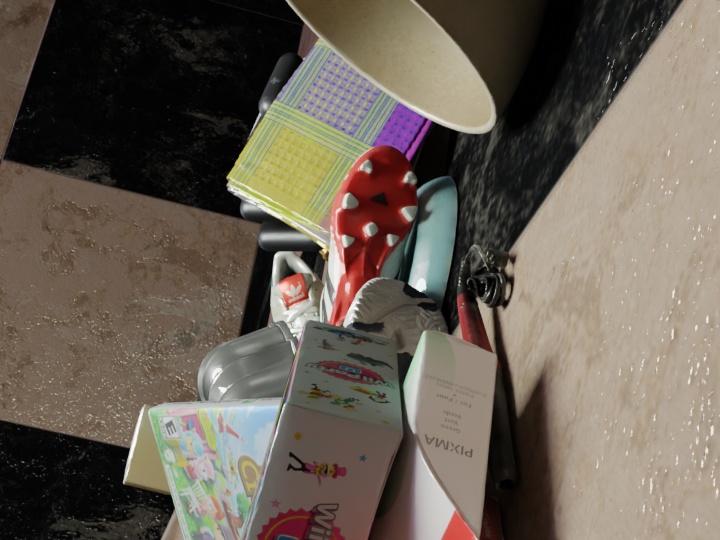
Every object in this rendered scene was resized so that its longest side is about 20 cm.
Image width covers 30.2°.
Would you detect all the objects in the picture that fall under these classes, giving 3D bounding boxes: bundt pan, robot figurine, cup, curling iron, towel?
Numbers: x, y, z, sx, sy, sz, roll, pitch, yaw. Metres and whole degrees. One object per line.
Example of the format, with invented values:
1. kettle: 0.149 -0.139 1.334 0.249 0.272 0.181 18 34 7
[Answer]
1. bundt pan: -0.080 0.144 1.055 0.202 0.076 0.202 169 90 -74
2. robot figurine: -0.045 -0.110 1.239 0.150 0.125 0.200 122 170 -55
3. cup: 0.052 -0.211 0.893 0.143 0.200 0.200 -52 5 -9
4. curling iron: 0.073 0.052 0.779 0.200 0.026 0.050 -87 10 -52
5. towel: -0.013 -0.119 1.126 0.200 0.144 0.023 -59 -25 -7

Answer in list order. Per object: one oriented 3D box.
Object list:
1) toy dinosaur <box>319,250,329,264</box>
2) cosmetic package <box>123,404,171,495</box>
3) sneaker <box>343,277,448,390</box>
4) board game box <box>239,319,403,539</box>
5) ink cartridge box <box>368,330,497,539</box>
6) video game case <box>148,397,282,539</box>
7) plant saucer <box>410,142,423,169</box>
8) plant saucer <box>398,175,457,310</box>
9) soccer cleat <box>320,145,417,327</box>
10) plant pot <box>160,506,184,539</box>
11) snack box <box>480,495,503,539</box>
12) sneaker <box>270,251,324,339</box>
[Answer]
1. toy dinosaur: -0.003 -0.007 1.370 0.106 0.060 0.200 -9 -69 -64
2. cosmetic package: -0.109 0.180 1.202 0.105 0.200 0.071 135 149 -77
3. sneaker: 0.007 0.107 0.950 0.199 0.079 0.130 -100 31 -46
4. board game box: -0.027 0.122 0.753 0.200 0.064 0.148 -96 22 -80
5. ink cartridge box: 0.021 0.155 0.688 0.200 0.050 0.161 -74 2 -51
6. video game case: -0.072 0.189 0.952 0.182 0.022 0.200 -9 98 49
7. plant saucer: 0.019 -0.056 1.201 0.200 0.032 0.200 -160 90 -89
8. plant saucer: 0.037 0.017 1.095 0.200 0.027 0.200 -167 90 -82
9. soccer cleat: 0.000 0.000 1.052 0.085 0.069 0.200 146 133 -72
10. plant pot: -0.122 0.319 1.167 0.200 0.200 0.198 132 159 -73
11. snack box: 0.055 0.200 0.659 0.200 0.024 0.072 -90 15 -60
12. sneaker: -0.059 0.058 1.334 0.200 0.070 0.093 -105 -4 -51
